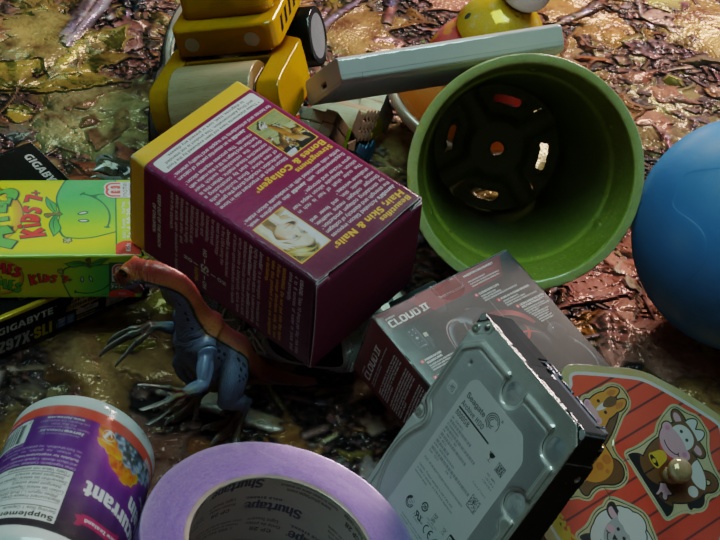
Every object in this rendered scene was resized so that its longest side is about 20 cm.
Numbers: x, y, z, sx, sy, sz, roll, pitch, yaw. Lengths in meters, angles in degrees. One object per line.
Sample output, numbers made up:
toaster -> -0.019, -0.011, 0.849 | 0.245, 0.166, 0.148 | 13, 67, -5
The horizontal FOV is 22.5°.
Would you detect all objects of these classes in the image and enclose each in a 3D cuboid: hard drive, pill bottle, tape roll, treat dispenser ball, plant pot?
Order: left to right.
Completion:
pill bottle -> -0.220, 0.193, 1.277 | 0.111, 0.112, 0.200 | 8, 40, 4
tape roll -> -0.064, 0.220, 1.253 | 0.200, 0.085, 0.200 | 12, 39, -10
hard drive -> 0.062, -0.179, 1.582 | 0.200, 0.026, 0.132 | -10, -1, -14
hard drive -> 0.080, 0.149, 1.302 | 0.038, 0.200, 0.140 | 14, 28, -43
plant pot -> 0.131, -0.096, 1.597 | 0.200, 0.201, 0.190 | 1, 10, -4
treat dispenser ball -> 0.330, -0.030, 1.532 | 0.200, 0.201, 0.201 | 3, 40, -3

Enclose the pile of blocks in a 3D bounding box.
pile of blocks -> -0.030, -0.127, 1.699 | 0.062, 0.082, 0.200 | 16, 17, 16

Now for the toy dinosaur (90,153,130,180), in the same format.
toy dinosaur -> -0.137, -0.080, 1.631 | 0.200, 0.077, 0.102 | 4, 41, 22

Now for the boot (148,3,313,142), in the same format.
boot -> -0.121, -0.188, 1.770 | 0.150, 0.073, 0.200 | 6, 44, 3

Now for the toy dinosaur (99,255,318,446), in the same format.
toy dinosaur -> -0.129, 0.049, 1.403 | 0.105, 0.182, 0.200 | 31, 46, 28

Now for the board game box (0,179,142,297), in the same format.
board game box -> -0.283, -0.027, 1.508 | 0.200, 0.048, 0.102 | -1, 42, -8

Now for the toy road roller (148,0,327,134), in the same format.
toy road roller -> -0.117, -0.217, 1.626 | 0.123, 0.146, 0.200 | -4, 35, 17

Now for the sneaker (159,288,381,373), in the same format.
sneaker -> -0.078, 0.032, 1.499 | 0.200, 0.075, 0.082 | 15, 23, 11

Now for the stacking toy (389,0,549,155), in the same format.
stacking toy -> 0.126, -0.216, 1.717 | 0.146, 0.200, 0.146 | 19, 37, -15

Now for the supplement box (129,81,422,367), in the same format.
supplement box -> -0.069, -0.040, 1.440 | 0.200, 0.103, 0.131 | 34, 52, 24

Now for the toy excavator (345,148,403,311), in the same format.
toy excavator -> 0.000, 0.000, 1.562 | 0.194, 0.100, 0.200 | -7, 55, -15

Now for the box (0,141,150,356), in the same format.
box -> -0.303, -0.021, 1.573 | 0.160, 0.049, 0.200 | -25, 49, -29

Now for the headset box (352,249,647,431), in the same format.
headset box -> 0.102, 0.084, 1.435 | 0.148, 0.075, 0.200 | -26, 64, -32

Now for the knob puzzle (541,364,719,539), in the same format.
knob puzzle -> 0.211, 0.153, 1.361 | 0.219, 0.030, 0.220 | 10, 62, -20
